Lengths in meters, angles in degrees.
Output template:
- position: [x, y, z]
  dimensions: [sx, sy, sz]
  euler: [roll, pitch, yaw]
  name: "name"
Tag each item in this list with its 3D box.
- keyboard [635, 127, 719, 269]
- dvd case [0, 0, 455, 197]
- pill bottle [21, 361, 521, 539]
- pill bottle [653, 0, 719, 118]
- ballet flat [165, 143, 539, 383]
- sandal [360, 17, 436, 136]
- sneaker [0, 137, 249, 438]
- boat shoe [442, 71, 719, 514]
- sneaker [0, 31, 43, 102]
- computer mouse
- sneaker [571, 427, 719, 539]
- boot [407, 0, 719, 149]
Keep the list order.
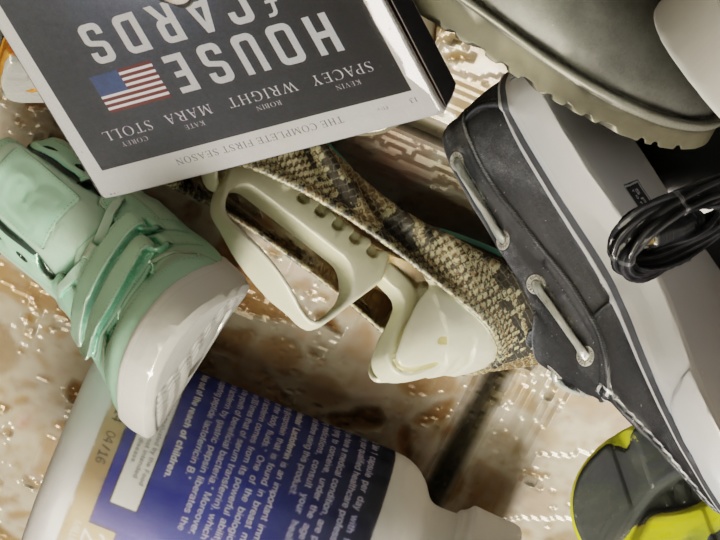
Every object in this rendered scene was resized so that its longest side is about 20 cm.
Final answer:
- position: [0.142, -0.016, 1.105]
  dimensions: [0.127, 0.021, 0.200]
  euler: [-20, 118, 21]
  name: "keyboard"
- position: [-0.073, -0.122, 0.966]
  dimensions: [0.150, 0.025, 0.200]
  euler: [-13, 123, 28]
  name: "dvd case"
- position: [-0.039, 0.117, 1.194]
  dimensions: [0.199, 0.116, 0.116]
  euler: [21, 129, -1]
  name: "pill bottle"
- position: [0.198, -0.122, 0.915]
  dimensions: [0.114, 0.114, 0.200]
  euler: [39, 110, -15]
  name: "pill bottle"
- position: [0.000, 0.000, 1.118]
  dimensions: [0.200, 0.075, 0.068]
  euler: [35, 144, -13]
  name: "ballet flat"
- position: [-0.013, -0.132, 1.035]
  dimensions: [0.080, 0.054, 0.201]
  euler: [8, 128, 9]
  name: "sandal"
- position: [-0.108, 0.000, 1.086]
  dimensions: [0.118, 0.200, 0.074]
  euler: [34, 92, -4]
  name: "sneaker"
- position: [0.095, 0.017, 1.040]
  dimensions: [0.068, 0.072, 0.201]
  euler: [-35, 81, 29]
  name: "boat shoe"
- position: [-0.092, -0.141, 1.041]
  dimensions: [0.078, 0.077, 0.200]
  euler: [-5, 143, -35]
  name: "sneaker"
- position: [0.151, -0.028, 1.005]
  dimensions: [0.034, 0.199, 0.059]
  euler: [52, 126, 24]
  name: "computer mouse"
- position: [0.177, 0.068, 1.101]
  dimensions: [0.199, 0.085, 0.075]
  euler: [-14, 83, -2]
  name: "sneaker"
- position: [0.105, -0.157, 0.972]
  dimensions: [0.181, 0.073, 0.200]
  euler: [26, 112, -24]
  name: "boot"
